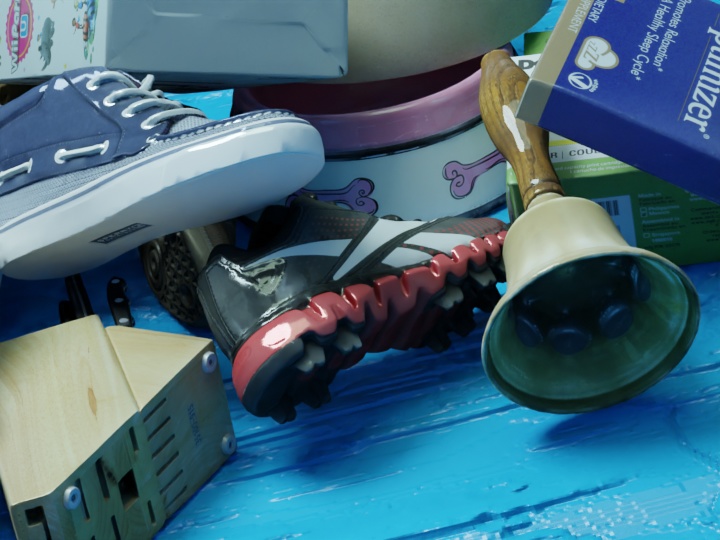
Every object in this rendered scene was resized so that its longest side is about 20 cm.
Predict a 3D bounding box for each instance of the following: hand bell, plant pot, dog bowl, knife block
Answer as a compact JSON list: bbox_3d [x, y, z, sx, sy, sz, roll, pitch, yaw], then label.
[{"bbox_3d":[0.087,-0.038,1.070,0.103,0.105,0.201,-12,45,-3],"label":"hand bell"},{"bbox_3d":[0.008,-0.214,1.309,0.199,0.135,0.201,-9,26,5],"label":"plant pot"},{"bbox_3d":[0.012,-0.093,1.302,0.198,0.074,0.201,-8,28,4],"label":"dog bowl"},{"bbox_3d":[-0.158,0.074,1.054,0.174,0.064,0.200,5,31,30],"label":"knife block"}]

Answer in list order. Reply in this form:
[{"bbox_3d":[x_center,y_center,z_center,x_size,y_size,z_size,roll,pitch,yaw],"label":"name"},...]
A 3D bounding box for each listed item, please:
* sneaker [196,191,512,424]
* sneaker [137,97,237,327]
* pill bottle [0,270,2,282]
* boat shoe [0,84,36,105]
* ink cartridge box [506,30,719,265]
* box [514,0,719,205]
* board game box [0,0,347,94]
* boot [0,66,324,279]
[{"bbox_3d":[0.000,0.000,1.081,0.200,0.071,0.098,-21,63,-40],"label":"sneaker"},{"bbox_3d":[-0.094,-0.045,1.236,0.075,0.071,0.200,-8,39,-23],"label":"sneaker"},{"bbox_3d":[-0.301,-0.010,1.214,0.199,0.113,0.112,5,31,29],"label":"pill bottle"},{"bbox_3d":[-0.240,-0.095,1.327,0.199,0.074,0.069,-28,26,-23],"label":"boat shoe"},{"bbox_3d":[0.154,-0.097,1.195,0.147,0.076,0.201,-6,46,9],"label":"ink cartridge box"},{"bbox_3d":[0.186,-0.078,1.077,0.199,0.033,0.121,25,44,3],"label":"box"},{"bbox_3d":[-0.119,-0.134,1.223,0.147,0.065,0.199,0,1,-32],"label":"board game box"},{"bbox_3d":[-0.107,-0.065,1.068,0.199,0.091,0.073,-18,-18,31],"label":"boot"}]
